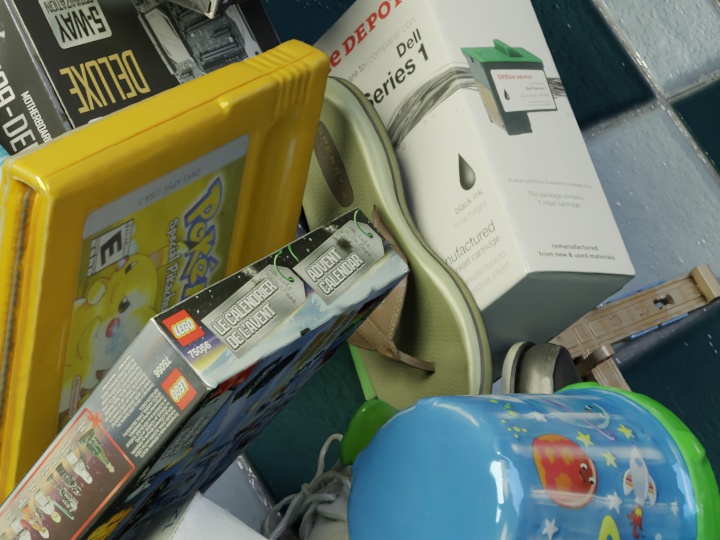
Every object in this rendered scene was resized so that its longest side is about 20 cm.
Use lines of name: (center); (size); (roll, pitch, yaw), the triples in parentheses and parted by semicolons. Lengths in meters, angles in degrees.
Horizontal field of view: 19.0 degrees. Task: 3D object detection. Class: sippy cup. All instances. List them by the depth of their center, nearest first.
sippy cup: (0.067, 0.110, 0.939); (0.130, 0.178, 0.140); (15, 65, -46)

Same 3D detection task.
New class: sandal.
sandal: (-0.001, 0.000, 1.073); (0.057, 0.080, 0.201); (-16, 77, -45)

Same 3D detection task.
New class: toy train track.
toy train track: (0.163, 0.024, 1.279); (0.200, 0.033, 0.115); (-17, 73, -47)

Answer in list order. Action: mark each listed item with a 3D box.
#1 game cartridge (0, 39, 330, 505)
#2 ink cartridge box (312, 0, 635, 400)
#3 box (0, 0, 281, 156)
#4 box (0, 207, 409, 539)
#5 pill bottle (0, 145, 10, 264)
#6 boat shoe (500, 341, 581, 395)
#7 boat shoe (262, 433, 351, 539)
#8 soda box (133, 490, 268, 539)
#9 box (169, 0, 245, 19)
game cartridge: (-0.093, 0.000, 0.978); (0.032, 0.177, 0.200); (30, 35, 26)
ink cartridge box: (0.043, -0.050, 1.146); (0.084, 0.146, 0.200); (2, 59, -40)
box: (-0.110, -0.095, 1.075); (0.200, 0.050, 0.158); (-27, 91, -58)
box: (-0.079, 0.064, 0.915); (0.040, 0.200, 0.137); (49, 40, 9)
pill bottle: (-0.237, -0.059, 0.939); (0.200, 0.111, 0.111); (47, 42, -2)
boat shoe: (0.121, 0.131, 1.097); (0.074, 0.063, 0.202); (-9, 84, -58)
boat shoe: (-0.003, 0.123, 1.033); (0.202, 0.075, 0.086); (-17, 73, -49)
soda box: (-0.097, 0.193, 0.869); (0.068, 0.063, 0.200); (36, 60, -13)
box: (-0.114, -0.197, 1.060); (0.200, 0.050, 0.198); (22, 23, 14)
